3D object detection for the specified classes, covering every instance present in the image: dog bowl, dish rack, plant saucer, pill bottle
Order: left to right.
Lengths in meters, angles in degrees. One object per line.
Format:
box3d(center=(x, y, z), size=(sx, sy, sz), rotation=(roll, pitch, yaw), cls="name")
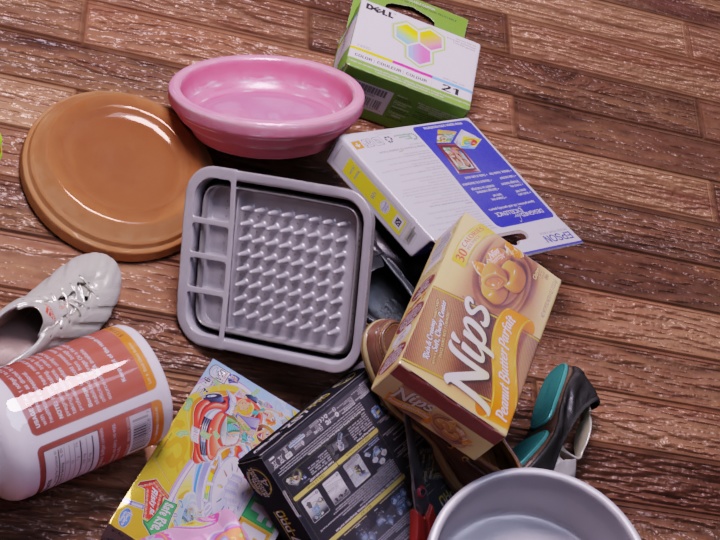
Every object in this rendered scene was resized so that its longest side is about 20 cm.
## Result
box3d(center=(-0.271, 0.128, 1.385), size=(0.199, 0.112, 0.112), rotation=(-20, 68, -32), cls="pill bottle")
box3d(center=(-0.236, -0.102, 1.602), size=(0.199, 0.037, 0.201), rotation=(11, 55, -16), cls="plant saucer")
box3d(center=(-0.096, -0.165, 1.649), size=(0.199, 0.051, 0.201), rotation=(4, 27, -2), cls="plant saucer")
box3d(center=(-0.074, -0.003, 1.505), size=(0.199, 0.173, 0.043), rotation=(10, 11, 26), cls="dish rack")
box3d(center=(0.148, 0.277, 1.401), size=(0.199, 0.079, 0.201), rotation=(5, 54, -7), cls="dog bowl")

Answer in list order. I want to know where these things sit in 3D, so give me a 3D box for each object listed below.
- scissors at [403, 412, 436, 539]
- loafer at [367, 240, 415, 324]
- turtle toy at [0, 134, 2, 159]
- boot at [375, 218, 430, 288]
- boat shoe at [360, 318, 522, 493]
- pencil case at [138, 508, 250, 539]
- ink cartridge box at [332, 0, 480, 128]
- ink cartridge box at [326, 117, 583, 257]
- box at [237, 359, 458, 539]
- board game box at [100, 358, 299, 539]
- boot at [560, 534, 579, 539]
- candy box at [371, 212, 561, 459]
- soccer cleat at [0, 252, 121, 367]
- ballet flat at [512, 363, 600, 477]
box3d(center=(0.058, 0.209, 1.456), size=(0.073, 0.014, 0.201), rotation=(-2, 93, -43), cls="scissors")
box3d(center=(0.000, 0.000, 1.530), size=(0.068, 0.070, 0.201), rotation=(-44, 91, -6), cls="loafer")
box3d(center=(-0.432, -0.115, 1.486), size=(0.199, 0.101, 0.146), rotation=(5, 56, -19), cls="turtle toy")
box3d(center=(0.005, 0.000, 1.605), size=(0.157, 0.080, 0.211), rotation=(-13, 53, -37), cls="boot")
box3d(center=(0.079, 0.121, 1.468), size=(0.200, 0.067, 0.072), rotation=(53, 52, -13), cls="boat shoe")
box3d(center=(-0.180, 0.268, 1.326), size=(0.199, 0.088, 0.088), rotation=(-22, 68, -18), cls="pencil case")
box3d(center=(0.055, -0.255, 1.801), size=(0.147, 0.076, 0.201), rotation=(19, 54, -10), cls="ink cartridge box")
box3d(center=(0.097, -0.070, 1.639), size=(0.197, 0.047, 0.200), rotation=(-11, 54, -45), cls="ink cartridge box")
box3d(center=(0.005, 0.183, 1.469), size=(0.200, 0.049, 0.162), rotation=(-38, 99, -37), cls="box")
box3d(center=(-0.125, 0.191, 1.453), size=(0.134, 0.034, 0.200), rotation=(31, 52, -1), cls="board game box")
box3d(center=(0.127, 0.310, 1.474), size=(0.097, 0.075, 0.200), rotation=(18, 54, 17), cls="boot")
box3d(center=(0.098, 0.056, 1.444), size=(0.115, 0.055, 0.200), rotation=(34, 48, -9), cls="candy box")
box3d(center=(-0.282, 0.043, 1.459), size=(0.069, 0.078, 0.200), rotation=(40, 52, 7), cls="soccer cleat")
box3d(center=(0.186, 0.173, 1.579), size=(0.068, 0.068, 0.200), rotation=(43, 51, -8), cls="ballet flat")
